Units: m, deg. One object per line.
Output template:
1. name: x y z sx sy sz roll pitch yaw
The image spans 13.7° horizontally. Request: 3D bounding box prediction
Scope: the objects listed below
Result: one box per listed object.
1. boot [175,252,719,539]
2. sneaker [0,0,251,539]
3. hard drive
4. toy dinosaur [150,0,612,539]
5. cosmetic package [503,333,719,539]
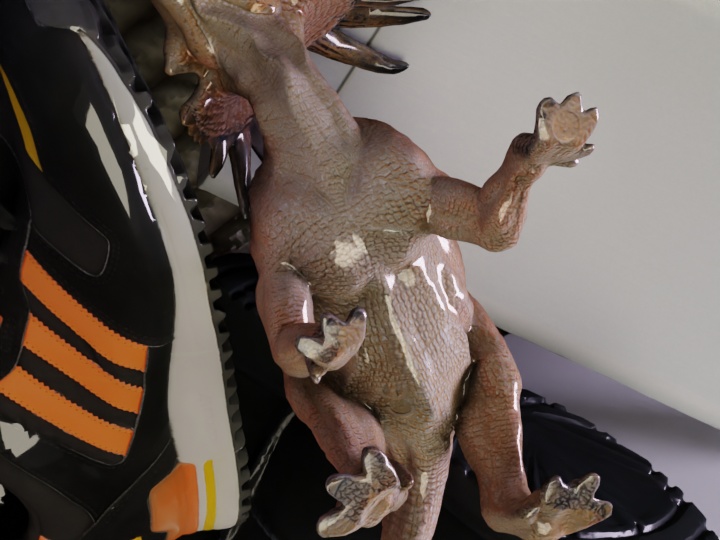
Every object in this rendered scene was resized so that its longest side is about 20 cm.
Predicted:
1. boot: -0.001 0.105 0.877 0.073 0.198 0.163 -11 126 -55
2. sneaker: -0.085 0.012 0.777 0.090 0.070 0.201 -20 139 -10
3. hard drive: 0.072 -0.034 0.850 0.199 0.027 0.132 24 123 -16
4. toy dinosaur: 0.000 0.000 0.780 0.085 0.136 0.201 -17 117 -17
5. cosmetic package: 0.065 0.125 0.967 0.081 0.113 0.201 -23 135 -33
